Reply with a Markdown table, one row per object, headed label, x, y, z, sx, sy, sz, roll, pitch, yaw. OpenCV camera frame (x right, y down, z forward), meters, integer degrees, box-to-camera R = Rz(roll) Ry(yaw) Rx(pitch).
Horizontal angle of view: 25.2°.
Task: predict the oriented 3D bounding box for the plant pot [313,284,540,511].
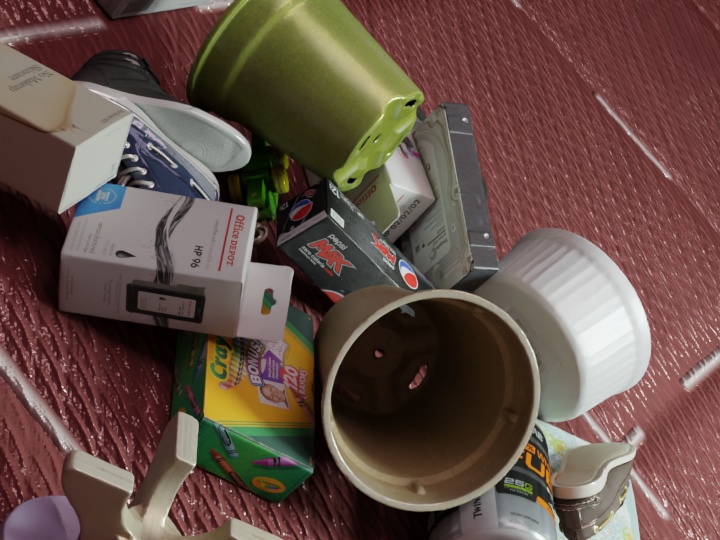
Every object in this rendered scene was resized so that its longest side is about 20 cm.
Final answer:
| label | x | y | z | sx | sy | sz | roll | pitch | yaw |
| --- | --- | --- | --- | --- | --- | --- | --- | --- | --- |
| plant pot | 0.039 | 0.095 | 1.483 | 0.200 | 0.201 | 0.183 | 32 | 2 | -20 |

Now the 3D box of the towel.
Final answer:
| label | x | y | z | sx | sy | sz | roll | pitch | yaw |
| --- | --- | --- | --- | --- | --- | --- | --- | --- | --- |
| towel | 0.217 | 0.243 | 1.674 | 0.171 | 0.048 | 0.200 | 29 | 34 | -26 |

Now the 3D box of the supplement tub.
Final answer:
| label | x | y | z | sx | sy | sz | roll | pitch | yaw |
| --- | --- | --- | --- | --- | --- | --- | --- | --- | --- |
| supplement tub | 0.122 | 0.211 | 1.526 | 0.122 | 0.123 | 0.200 | 30 | 34 | -22 |

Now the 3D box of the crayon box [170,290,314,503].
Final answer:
| label | x | y | z | sx | sy | sz | roll | pitch | yaw |
| --- | --- | --- | --- | --- | --- | --- | --- | --- | --- |
| crayon box | -0.105 | 0.099 | 1.452 | 0.119 | 0.058 | 0.200 | 29 | 34 | -25 |

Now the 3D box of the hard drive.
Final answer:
| label | x | y | z | sx | sy | sz | roll | pitch | yaw |
| --- | --- | --- | --- | --- | --- | --- | --- | --- | --- |
| hard drive | 0.086 | -0.063 | 1.747 | 0.038 | 0.140 | 0.201 | 3 | 66 | -27 |

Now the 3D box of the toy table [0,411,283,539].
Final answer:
| label | x | y | z | sx | sy | sz | roll | pitch | yaw |
| --- | --- | --- | --- | --- | --- | --- | --- | --- | --- |
| toy table | -0.160 | 0.208 | 1.205 | 0.199 | 0.117 | 0.184 | 20 | 39 | -33 |

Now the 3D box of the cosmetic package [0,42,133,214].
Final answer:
| label | x | y | z | sx | sy | sz | roll | pitch | yaw |
| --- | --- | --- | --- | --- | --- | --- | --- | --- | --- |
| cosmetic package | -0.314 | -0.139 | 1.417 | 0.199 | 0.073 | 0.104 | 27 | 31 | 10 |

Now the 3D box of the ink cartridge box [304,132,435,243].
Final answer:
| label | x | y | z | sx | sy | sz | roll | pitch | yaw |
| --- | --- | --- | --- | --- | --- | --- | --- | --- | --- |
| ink cartridge box | 0.009 | -0.092 | 1.759 | 0.068 | 0.115 | 0.200 | 17 | 41 | -36 |

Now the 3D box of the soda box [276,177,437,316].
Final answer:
| label | x | y | z | sx | sy | sz | roll | pitch | yaw |
| --- | --- | --- | --- | --- | --- | --- | --- | --- | --- |
| soda box | 0.000 | 0.000 | 1.637 | 0.200 | 0.071 | 0.063 | 45 | 26 | -32 |

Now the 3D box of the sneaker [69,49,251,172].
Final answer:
| label | x | y | z | sx | sy | sz | roll | pitch | yaw |
| --- | --- | --- | --- | --- | --- | --- | --- | --- | --- |
| sneaker | -0.199 | -0.166 | 1.611 | 0.199 | 0.071 | 0.099 | 18 | 37 | -7 |

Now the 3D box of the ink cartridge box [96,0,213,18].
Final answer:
| label | x | y | z | sx | sy | sz | roll | pitch | yaw |
| --- | --- | --- | --- | --- | --- | --- | --- | --- | --- |
| ink cartridge box | -0.266 | -0.374 | 1.837 | 0.176 | 0.045 | 0.200 | 51 | 31 | 9 |

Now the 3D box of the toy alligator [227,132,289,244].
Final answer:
| label | x | y | z | sx | sy | sz | roll | pitch | yaw |
| --- | --- | --- | --- | --- | --- | --- | --- | --- | --- |
| toy alligator | -0.103 | -0.077 | 1.673 | 0.200 | 0.059 | 0.054 | -93 | 170 | -48 |

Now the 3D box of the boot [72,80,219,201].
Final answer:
| label | x | y | z | sx | sy | sz | roll | pitch | yaw |
| --- | --- | --- | --- | --- | --- | --- | --- | --- | --- |
| boot | -0.218 | -0.100 | 1.539 | 0.200 | 0.073 | 0.090 | 33 | 27 | -21 |

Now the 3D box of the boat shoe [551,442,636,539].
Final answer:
| label | x | y | z | sx | sy | sz | roll | pitch | yaw |
| --- | --- | --- | --- | --- | --- | --- | --- | --- | --- |
| boat shoe | 0.237 | 0.219 | 1.625 | 0.200 | 0.072 | 0.060 | -22 | 105 | -69 |

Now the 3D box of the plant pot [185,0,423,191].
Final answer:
| label | x | y | z | sx | sy | sz | roll | pitch | yaw |
| --- | --- | --- | --- | --- | --- | --- | --- | --- | --- |
| plant pot | -0.043 | -0.187 | 1.636 | 0.184 | 0.201 | 0.200 | 41 | 30 | 12 |

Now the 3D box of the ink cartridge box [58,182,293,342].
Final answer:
| label | x | y | z | sx | sy | sz | roll | pitch | yaw |
| --- | --- | --- | --- | --- | --- | --- | --- | --- | --- |
| ink cartridge box | -0.158 | -0.008 | 1.427 | 0.199 | 0.068 | 0.116 | 9 | 38 | -3 |

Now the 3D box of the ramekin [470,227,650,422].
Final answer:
| label | x | y | z | sx | sy | sz | roll | pitch | yaw |
| --- | --- | --- | --- | --- | --- | --- | --- | --- | --- |
| ramekin | 0.203 | 0.065 | 1.724 | 0.098 | 0.201 | 0.201 | -31 | 76 | -31 |

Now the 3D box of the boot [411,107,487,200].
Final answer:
| label | x | y | z | sx | sy | sz | roll | pitch | yaw |
| --- | --- | --- | --- | --- | --- | --- | --- | --- | --- |
| boot | 0.053 | -0.138 | 1.910 | 0.131 | 0.070 | 0.200 | 5 | 37 | -53 |
